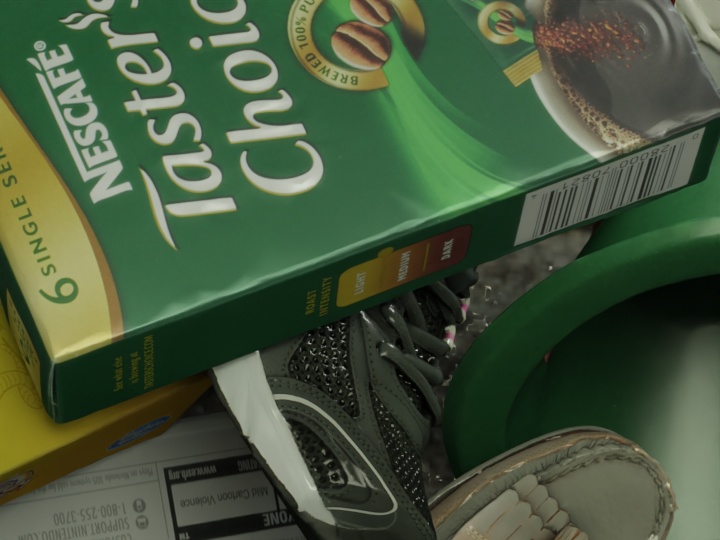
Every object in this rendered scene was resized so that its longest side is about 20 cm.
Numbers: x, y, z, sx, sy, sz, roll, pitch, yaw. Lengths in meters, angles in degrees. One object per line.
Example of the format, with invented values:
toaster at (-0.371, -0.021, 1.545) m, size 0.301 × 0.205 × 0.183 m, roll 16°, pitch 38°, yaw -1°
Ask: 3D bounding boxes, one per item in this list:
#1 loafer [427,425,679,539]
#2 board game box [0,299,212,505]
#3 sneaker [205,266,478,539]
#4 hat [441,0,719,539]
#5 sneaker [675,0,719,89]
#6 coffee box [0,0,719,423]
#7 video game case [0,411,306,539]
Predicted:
loafer at (0.017, 0.118, 0.834) m, size 0.200 × 0.063 × 0.072 m, roll -38°, pitch 99°, yaw -15°
board game box at (-0.151, 0.005, 0.789) m, size 0.200 × 0.040 × 0.153 m, roll -25°, pitch 78°, yaw -46°
sneaker at (0.000, 0.000, 0.850) m, size 0.086 × 0.080 × 0.200 m, roll -23°, pitch 48°, yaw 8°
hat at (0.111, -0.029, 0.932) m, size 0.165 × 0.200 × 0.176 m, roll 19°, pitch 45°, yaw -24°
sneaker at (0.099, -0.083, 0.964) m, size 0.200 × 0.099 × 0.078 m, roll -6°, pitch 71°, yaw -15°
coffee box at (-0.014, -0.049, 0.806) m, size 0.200 × 0.044 × 0.123 m, roll -19°, pitch 68°, yaw -13°
video game case at (-0.078, 0.139, 0.849) m, size 0.200 × 0.023 × 0.182 m, roll -8°, pitch 84°, yaw -29°
